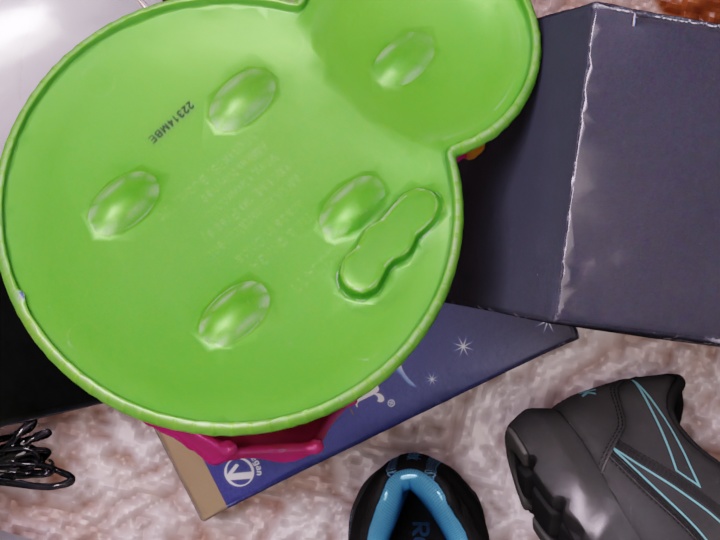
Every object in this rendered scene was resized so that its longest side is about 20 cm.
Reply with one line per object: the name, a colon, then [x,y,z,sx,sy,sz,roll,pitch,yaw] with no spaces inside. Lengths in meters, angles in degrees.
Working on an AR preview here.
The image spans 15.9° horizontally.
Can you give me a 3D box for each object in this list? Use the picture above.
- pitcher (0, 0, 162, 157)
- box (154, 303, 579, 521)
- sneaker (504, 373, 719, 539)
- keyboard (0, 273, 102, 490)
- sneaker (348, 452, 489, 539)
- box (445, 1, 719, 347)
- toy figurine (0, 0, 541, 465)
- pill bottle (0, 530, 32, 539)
pitcher: [-0.164,-0.086,0.958,0.200,0.121,0.172,-25,55,11]
box: [0.000,0.000,1.008,0.200,0.032,0.121,-27,97,2]
sneaker: [0.132,0.121,0.975,0.079,0.075,0.200,-25,64,-13]
keyboard: [-0.179,0.045,1.009,0.200,0.040,0.104,-12,86,12]
sneaker: [0.022,0.169,0.981,0.073,0.082,0.200,-8,80,1]
box: [0.134,-0.025,0.904,0.182,0.200,0.104,8,90,-10]
toy figurine: [-0.027,-0.008,0.907,0.150,0.184,0.200,43,75,12]
pill bottle: [-0.164,0.205,0.994,0.111,0.111,0.200,19,98,-3]
